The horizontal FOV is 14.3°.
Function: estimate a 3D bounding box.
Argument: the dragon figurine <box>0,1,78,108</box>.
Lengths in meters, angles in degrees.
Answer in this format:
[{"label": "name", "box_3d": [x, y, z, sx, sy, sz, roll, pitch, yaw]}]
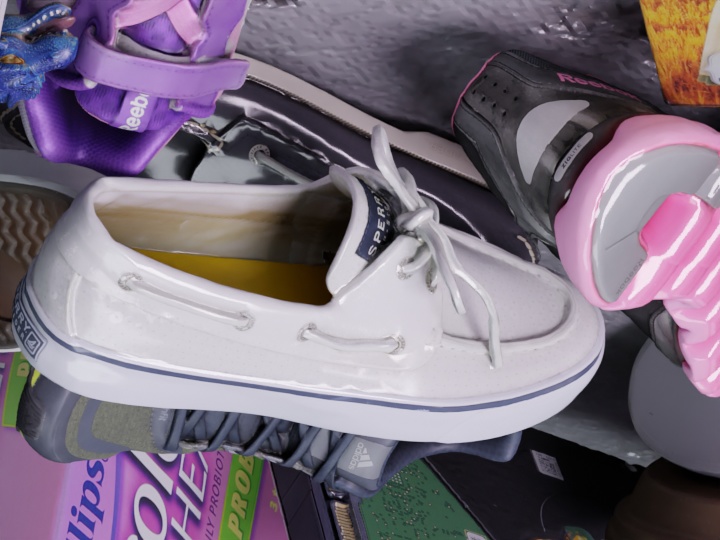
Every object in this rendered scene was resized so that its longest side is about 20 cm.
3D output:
[{"label": "dragon figurine", "box_3d": [-0.165, -0.083, 0.839, 0.200, 0.099, 0.059, -4, 152, 34]}]

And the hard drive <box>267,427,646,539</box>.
[{"label": "hard drive", "box_3d": [0.062, 0.110, 1.083, 0.200, 0.140, 0.038, 21, 118, -26]}]

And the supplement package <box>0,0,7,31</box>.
[{"label": "supplement package", "box_3d": [-0.172, -0.099, 0.697, 0.152, 0.200, 0.151, 4, 154, 6]}]

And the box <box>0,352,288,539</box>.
[{"label": "box", "box_3d": [-0.086, 0.101, 1.104, 0.097, 0.176, 0.200, -10, 148, 33]}]

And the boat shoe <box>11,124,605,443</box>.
[{"label": "boat shoe", "box_3d": [-0.002, -0.004, 0.887, 0.202, 0.075, 0.086, 7, 134, -25]}]

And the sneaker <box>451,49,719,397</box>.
[{"label": "sneaker", "box_3d": [0.091, -0.022, 0.949, 0.095, 0.079, 0.200, 34, 179, 29]}]

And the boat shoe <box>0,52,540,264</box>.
[{"label": "boat shoe", "box_3d": [-0.032, -0.024, 0.964, 0.200, 0.063, 0.073, 18, 155, -16]}]

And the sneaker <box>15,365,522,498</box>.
[{"label": "sneaker", "box_3d": [-0.025, 0.040, 0.999, 0.200, 0.081, 0.074, -8, 131, -33]}]

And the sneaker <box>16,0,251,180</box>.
[{"label": "sneaker", "box_3d": [-0.053, -0.088, 0.816, 0.080, 0.089, 0.200, 17, 151, -15]}]

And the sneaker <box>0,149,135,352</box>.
[{"label": "sneaker", "box_3d": [-0.137, -0.019, 0.979, 0.200, 0.085, 0.073, -8, 119, 42]}]

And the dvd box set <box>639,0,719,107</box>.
[{"label": "dvd box set", "box_3d": [0.144, -0.106, 0.790, 0.146, 0.029, 0.200, 1, 153, 14]}]

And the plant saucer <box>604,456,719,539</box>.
[{"label": "plant saucer", "box_3d": [0.190, 0.085, 1.062, 0.200, 0.029, 0.200, -4, -173, 0]}]

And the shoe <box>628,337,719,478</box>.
[{"label": "shoe", "box_3d": [0.196, 0.044, 1.030, 0.091, 0.072, 0.200, 19, 159, -40]}]
